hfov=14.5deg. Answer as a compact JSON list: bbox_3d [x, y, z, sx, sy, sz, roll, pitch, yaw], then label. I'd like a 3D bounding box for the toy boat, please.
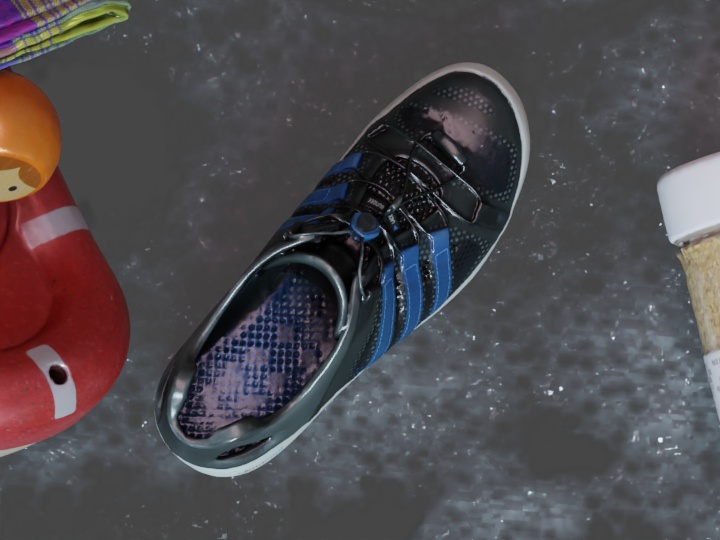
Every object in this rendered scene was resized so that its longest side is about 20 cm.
[{"bbox_3d":[-0.154,-0.031,1.052,0.130,0.131,0.200,-22,83,-39],"label":"toy boat"}]

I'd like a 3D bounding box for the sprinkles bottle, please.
[{"bbox_3d":[0.172,0.051,1.108,0.068,0.068,0.200,-13,83,-6],"label":"sprinkles bottle"}]

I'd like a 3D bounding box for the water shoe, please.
[{"bbox_3d":[0.000,0.000,1.098,0.071,0.079,0.200,39,81,2],"label":"water shoe"}]

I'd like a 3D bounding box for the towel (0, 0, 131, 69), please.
[{"bbox_3d":[-0.196,-0.097,1.027,0.200,0.023,0.144,-26,47,-21],"label":"towel"}]
